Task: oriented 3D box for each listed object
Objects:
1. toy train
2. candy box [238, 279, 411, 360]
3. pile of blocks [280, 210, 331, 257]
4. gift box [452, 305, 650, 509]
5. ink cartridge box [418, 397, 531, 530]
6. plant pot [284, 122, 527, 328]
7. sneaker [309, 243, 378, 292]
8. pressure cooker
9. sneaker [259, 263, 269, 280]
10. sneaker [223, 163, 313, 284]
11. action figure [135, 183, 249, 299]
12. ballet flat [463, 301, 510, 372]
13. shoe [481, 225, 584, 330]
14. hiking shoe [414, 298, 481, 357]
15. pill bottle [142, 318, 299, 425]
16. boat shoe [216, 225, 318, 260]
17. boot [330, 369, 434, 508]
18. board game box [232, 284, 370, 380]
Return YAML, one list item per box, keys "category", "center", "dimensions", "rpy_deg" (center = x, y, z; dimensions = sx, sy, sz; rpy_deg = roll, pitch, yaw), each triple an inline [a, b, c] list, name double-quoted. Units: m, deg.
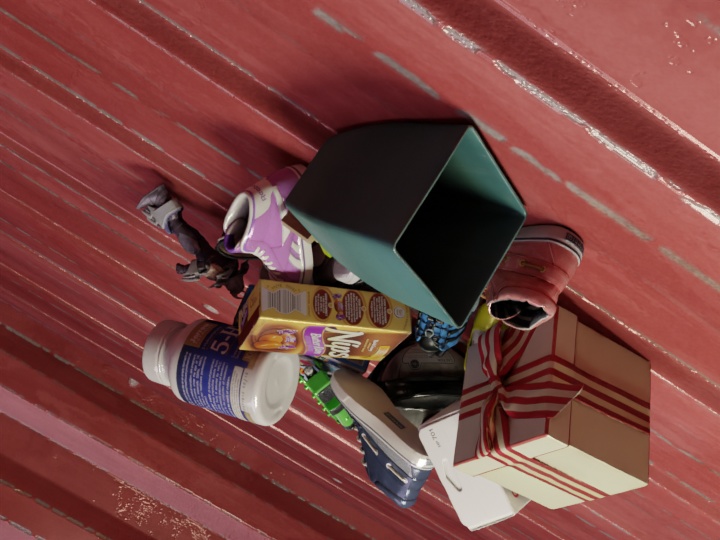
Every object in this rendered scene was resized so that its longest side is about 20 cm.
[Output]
- category: "toy train"
  center: [-0.043, 0.188, 1.427]
  dimensions: [0.056, 0.042, 0.200]
  rpy_deg: [48, 173, 28]
- category: "candy box"
  center: [-0.047, 0.066, 1.239]
  dimensions: [0.198, 0.057, 0.117]
  rpy_deg: [5, 155, -18]
- category: "pile of blocks"
  center: [0.012, -0.037, 1.098]
  dimensions: [0.198, 0.083, 0.062]
  rpy_deg: [9, 154, 20]
- category: "gift box"
  center: [0.226, 0.150, 1.131]
  dimensions: [0.186, 0.186, 0.200]
  rpy_deg: [27, 140, -23]
- category: "ink cartridge box"
  center: [0.186, 0.222, 1.266]
  dimensions: [0.086, 0.199, 0.147]
  rpy_deg: [-30, 85, 39]
- category: "plant pot"
  center: [0.031, -0.061, 0.978]
  dimensions: [0.199, 0.142, 0.141]
  rpy_deg: [19, 159, 44]
- category: "sneaker"
  center: [0.000, 0.000, 1.253]
  dimensions: [0.113, 0.076, 0.199]
  rpy_deg: [18, 151, -35]
- category: "pressure cooker"
  center: [0.091, 0.194, 1.423]
  dimensions: [0.179, 0.176, 0.200]
  rpy_deg: [45, 160, 7]
- category: "sneaker"
  center: [-0.048, 0.021, 1.384]
  dimensions: [0.198, 0.075, 0.082]
  rpy_deg: [20, 145, 4]
- category: "sneaker"
  center: [-0.119, -0.031, 1.176]
  dimensions: [0.073, 0.114, 0.202]
  rpy_deg: [39, 143, 33]
- category: "action figure"
  center: [-0.236, -0.033, 1.410]
  dimensions: [0.200, 0.069, 0.130]
  rpy_deg: [47, -169, 2]
- category: "ballet flat"
  center: [0.168, 0.101, 1.271]
  dimensions: [0.066, 0.067, 0.200]
  rpy_deg: [26, 159, 9]
- category: "shoe"
  center: [0.147, 0.009, 1.044]
  dimensions: [0.071, 0.092, 0.199]
  rpy_deg: [38, 158, -25]
- category: "hiking shoe"
  center: [0.102, 0.059, 1.179]
  dimensions: [0.074, 0.087, 0.200]
  rpy_deg: [21, 172, 16]
- category: "pill bottle"
  center: [-0.195, 0.132, 1.342]
  dimensions: [0.198, 0.121, 0.120]
  rpy_deg: [12, 155, 24]
- category: "boat shoe"
  center: [-0.125, -0.043, 1.319]
  dimensions: [0.199, 0.061, 0.074]
  rpy_deg: [7, 149, 44]
- category: "boot"
  center: [0.015, 0.222, 1.299]
  dimensions: [0.072, 0.091, 0.200]
  rpy_deg: [1, -149, -44]
- category: "board game box"
  center: [-0.092, 0.106, 1.432]
  dimensions: [0.198, 0.056, 0.196]
  rpy_deg: [23, 161, -5]
